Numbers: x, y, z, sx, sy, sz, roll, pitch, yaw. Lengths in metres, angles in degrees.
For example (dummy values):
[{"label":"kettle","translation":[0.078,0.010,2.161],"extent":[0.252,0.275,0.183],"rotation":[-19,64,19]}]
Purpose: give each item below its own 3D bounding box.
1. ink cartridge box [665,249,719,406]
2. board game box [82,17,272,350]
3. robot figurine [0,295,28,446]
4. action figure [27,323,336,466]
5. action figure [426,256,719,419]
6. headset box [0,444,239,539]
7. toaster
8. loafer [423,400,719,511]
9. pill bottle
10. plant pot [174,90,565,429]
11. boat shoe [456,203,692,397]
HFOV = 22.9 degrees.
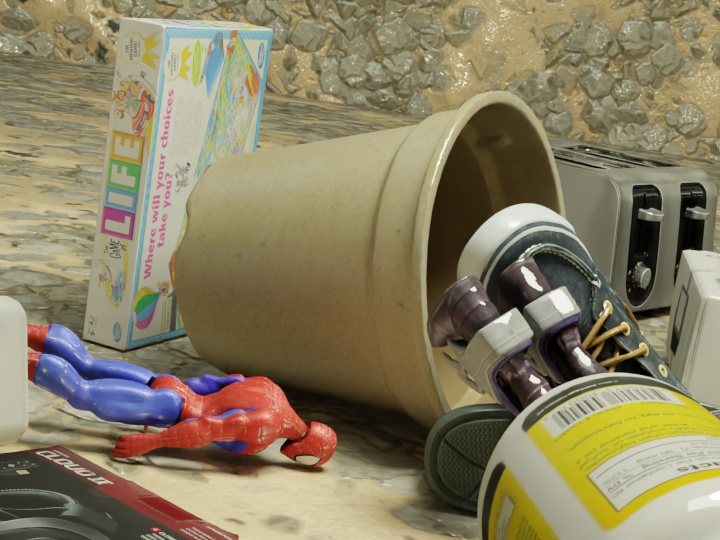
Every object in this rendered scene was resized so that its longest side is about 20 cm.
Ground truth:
[{"label":"ink cartridge box","translation":[0.285,0.052,1.192],"extent":[0.146,0.086,0.200],"rotation":[12,9,6]},{"label":"board game box","translation":[-0.115,-0.059,1.139],"extent":[0.034,0.202,0.134],"rotation":[14,11,24]},{"label":"robot figurine","translation":[-0.230,0.048,0.729],"extent":[0.169,0.114,0.199],"rotation":[-3,1,42]},{"label":"action figure","translation":[-0.108,0.067,0.905],"extent":[0.198,0.052,0.065],"rotation":[13,16,-6]},{"label":"action figure","translation":[0.117,0.080,0.822],"extent":[0.129,0.070,0.200],"rotation":[-23,57,-28]},{"label":"headset box","translation":[-0.120,0.118,0.552],"extent":[0.148,0.078,0.199],"rotation":[19,14,42]},{"label":"toaster","translation":[0.185,-0.040,1.503],"extent":[0.199,0.120,0.180],"rotation":[16,12,37]},{"label":"loafer","translation":[0.131,0.094,0.905],"extent":[0.198,0.073,0.063],"rotation":[7,5,0]},{"label":"pill bottle","translation":[0.117,0.117,0.646],"extent":[0.113,0.115,0.200],"rotation":[6,11,-11]},{"label":"plant pot","translation":[0.000,0.000,1.032],"extent":[0.182,0.203,0.200],"rotation":[1,6,29]},{"label":"boat shoe","translation":[0.125,0.039,0.958],"extent":[0.091,0.071,0.200],"rotation":[44,-1,36]}]
